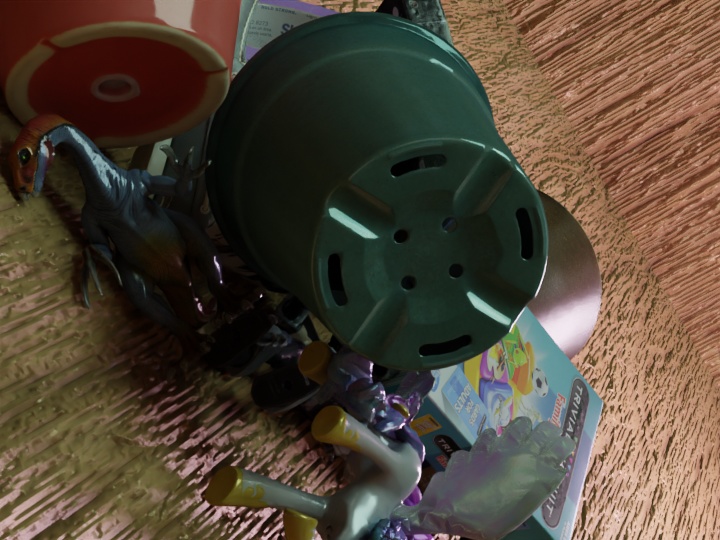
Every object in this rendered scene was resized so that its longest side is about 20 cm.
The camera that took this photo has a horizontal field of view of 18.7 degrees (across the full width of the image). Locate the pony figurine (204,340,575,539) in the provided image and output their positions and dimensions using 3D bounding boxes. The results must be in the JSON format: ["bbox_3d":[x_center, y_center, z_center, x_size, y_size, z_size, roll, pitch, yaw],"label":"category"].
[{"bbox_3d":[0.015,0.134,1.412,0.166,0.193,0.200,20,-21,44],"label":"pony figurine"}]

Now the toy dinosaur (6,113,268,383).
[{"bbox_3d":[-0.153,-0.020,1.377,0.182,0.105,0.200,49,-18,-8],"label":"toy dinosaur"}]

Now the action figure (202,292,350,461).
[{"bbox_3d":[-0.037,0.073,1.539,0.130,0.069,0.200,57,9,14],"label":"action figure"}]

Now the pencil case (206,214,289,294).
[{"bbox_3d":[-0.081,-0.043,1.585,0.200,0.078,0.090,33,45,-61],"label":"pencil case"}]

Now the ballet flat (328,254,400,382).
[{"bbox_3d":[-0.016,-0.015,1.504,0.200,0.066,0.057,60,12,-14],"label":"ballet flat"}]

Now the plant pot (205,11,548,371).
[{"bbox_3d":[0.017,-0.040,1.368,0.200,0.200,0.196,54,1,-25],"label":"plant pot"}]

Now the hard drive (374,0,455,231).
[{"bbox_3d":[0.046,-0.109,1.715,0.140,0.038,0.200,130,-51,-62],"label":"hard drive"}]

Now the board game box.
[{"bbox_3d":[0.099,0.096,1.622,0.200,0.047,0.151,49,42,-31],"label":"board game box"}]

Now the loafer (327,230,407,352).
[{"bbox_3d":[0.000,0.000,1.605,0.071,0.200,0.073,19,46,1],"label":"loafer"}]

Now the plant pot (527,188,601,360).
[{"bbox_3d":[0.089,0.034,1.872,0.187,0.187,0.200,60,26,-1],"label":"plant pot"}]

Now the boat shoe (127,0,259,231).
[{"bbox_3d":[-0.102,-0.111,1.481,0.062,0.073,0.200,27,68,-17],"label":"boat shoe"}]

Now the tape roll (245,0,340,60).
[{"bbox_3d":[-0.061,-0.149,1.639,0.200,0.066,0.200,13,21,-5],"label":"tape roll"}]

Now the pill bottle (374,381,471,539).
[{"bbox_3d":[0.076,0.128,1.727,0.200,0.112,0.112,60,14,0],"label":"pill bottle"}]

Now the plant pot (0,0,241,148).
[{"bbox_3d":[-0.161,-0.188,1.398,0.200,0.200,0.178,39,37,-55],"label":"plant pot"}]
